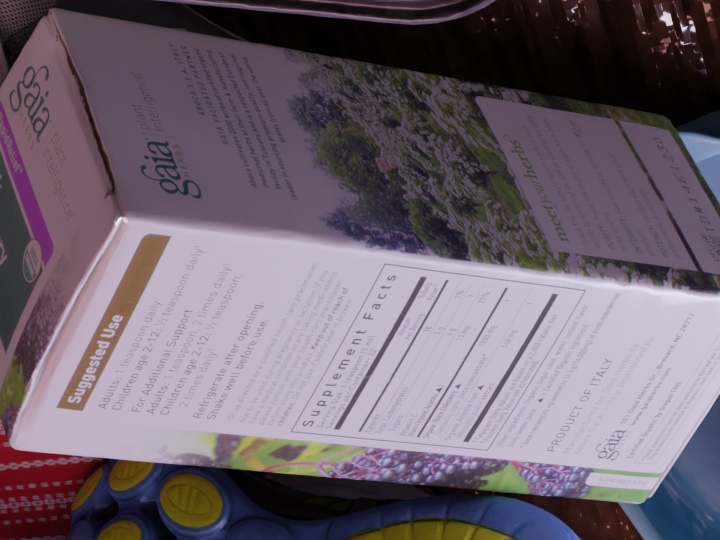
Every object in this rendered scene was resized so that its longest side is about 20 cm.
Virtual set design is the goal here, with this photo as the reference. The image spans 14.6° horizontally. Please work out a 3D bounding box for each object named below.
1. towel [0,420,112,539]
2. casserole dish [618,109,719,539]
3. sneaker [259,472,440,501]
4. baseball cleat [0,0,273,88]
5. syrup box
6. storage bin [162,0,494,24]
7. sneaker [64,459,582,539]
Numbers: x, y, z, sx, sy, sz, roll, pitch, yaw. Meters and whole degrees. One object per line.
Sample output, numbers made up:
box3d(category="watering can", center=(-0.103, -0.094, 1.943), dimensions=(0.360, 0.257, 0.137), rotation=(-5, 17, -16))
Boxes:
box3d(category="towel", center=(-0.141, 0.046, 0.858), dimensions=(0.144, 0.023, 0.201), rotation=(-5, 143, 1))
box3d(category="casserole dish", center=(0.123, 0.025, 0.864), dimensions=(0.121, 0.039, 0.200), rotation=(-25, 124, 16))
box3d(category="sneaker", center=(0.051, 0.140, 0.903), dimensions=(0.199, 0.109, 0.070), rotation=(24, 124, -18))
box3d(category="baseball cleat", center=(-0.075, -0.042, 0.767), dimensions=(0.200, 0.107, 0.070), rotation=(44, 146, -21))
box3d(category="syrup box", center=(0.000, 0.000, 0.734), dimensions=(0.199, 0.079, 0.082), rotation=(6, 130, -30))
box3d(category="storage bin", center=(-0.057, -0.137, 0.571), dimensions=(0.199, 0.094, 0.136), rotation=(4, 141, -4))
box3d(category="sneaker", center=(-0.009, 0.095, 0.814), dimensions=(0.199, 0.071, 0.083), rotation=(3, 162, 36))
